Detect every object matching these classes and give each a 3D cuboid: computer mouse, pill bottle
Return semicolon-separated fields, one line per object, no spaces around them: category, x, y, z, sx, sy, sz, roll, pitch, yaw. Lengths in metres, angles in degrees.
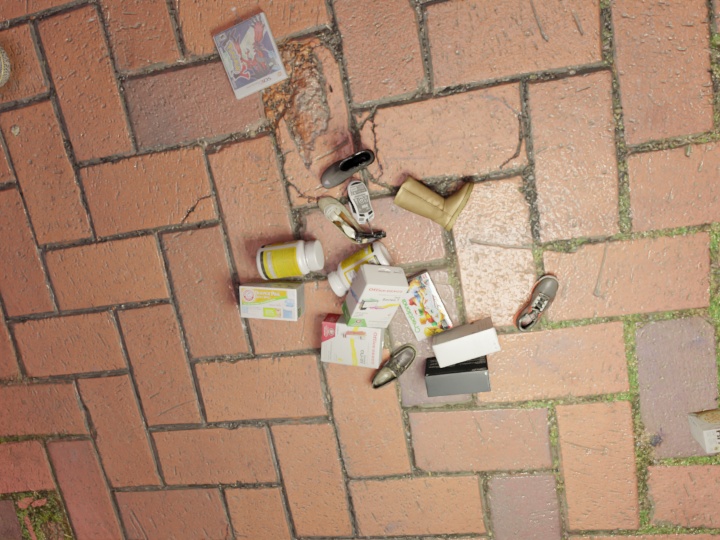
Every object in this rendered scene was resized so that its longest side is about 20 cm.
computer mouse;0.006;-0.185;1.617;0.109;0.044;0.202;-18;91;-28
pill bottle;-0.227;-0.038;1.669;0.198;0.114;0.115;-7;102;13
pill bottle;0.000;0.000;1.636;0.199;0.112;0.113;-29;96;16

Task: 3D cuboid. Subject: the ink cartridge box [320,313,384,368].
ink cartridge box;-0.025;0.234;1.711;0.198;0.083;0.146;6;105;9

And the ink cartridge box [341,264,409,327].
ink cartridge box;0.043;0.083;1.591;0.144;0.084;0.201;4;135;-22

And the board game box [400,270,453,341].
board game box;0.202;0.115;1.665;0.126;0.035;0.201;-25;97;16

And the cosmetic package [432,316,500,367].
cosmetic package;0.334;0.227;1.628;0.199;0.113;0.082;-18;100;12

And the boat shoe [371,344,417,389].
boat shoe;0.113;0.331;1.717;0.073;0.065;0.200;41;106;1

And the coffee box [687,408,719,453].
coffee box;1.114;0.470;1.535;0.198;0.114;0.080;-14;100;14

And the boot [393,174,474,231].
boot;0.223;-0.234;1.564;0.199;0.066;0.176;30;106;4

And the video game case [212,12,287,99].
video game case;-0.341;-0.662;1.591;0.181;0.023;0.201;-18;99;14

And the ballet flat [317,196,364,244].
ballet flat;-0.059;-0.162;1.635;0.200;0.062;0.068;42;107;-1

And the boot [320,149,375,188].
boot;-0.051;-0.313;1.562;0.199;0.132;0.070;-32;96;16

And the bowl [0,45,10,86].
bowl;-1.246;-0.692;1.718;0.199;0.094;0.203;3;104;11

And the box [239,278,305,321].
box;-0.294;0.096;1.720;0.198;0.101;0.113;2;104;10

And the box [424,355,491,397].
box;0.310;0.331;1.641;0.198;0.141;0.080;-8;101;13

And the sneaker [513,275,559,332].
sneaker;0.547;0.111;1.574;0.077;0.082;0.201;28;107;3
